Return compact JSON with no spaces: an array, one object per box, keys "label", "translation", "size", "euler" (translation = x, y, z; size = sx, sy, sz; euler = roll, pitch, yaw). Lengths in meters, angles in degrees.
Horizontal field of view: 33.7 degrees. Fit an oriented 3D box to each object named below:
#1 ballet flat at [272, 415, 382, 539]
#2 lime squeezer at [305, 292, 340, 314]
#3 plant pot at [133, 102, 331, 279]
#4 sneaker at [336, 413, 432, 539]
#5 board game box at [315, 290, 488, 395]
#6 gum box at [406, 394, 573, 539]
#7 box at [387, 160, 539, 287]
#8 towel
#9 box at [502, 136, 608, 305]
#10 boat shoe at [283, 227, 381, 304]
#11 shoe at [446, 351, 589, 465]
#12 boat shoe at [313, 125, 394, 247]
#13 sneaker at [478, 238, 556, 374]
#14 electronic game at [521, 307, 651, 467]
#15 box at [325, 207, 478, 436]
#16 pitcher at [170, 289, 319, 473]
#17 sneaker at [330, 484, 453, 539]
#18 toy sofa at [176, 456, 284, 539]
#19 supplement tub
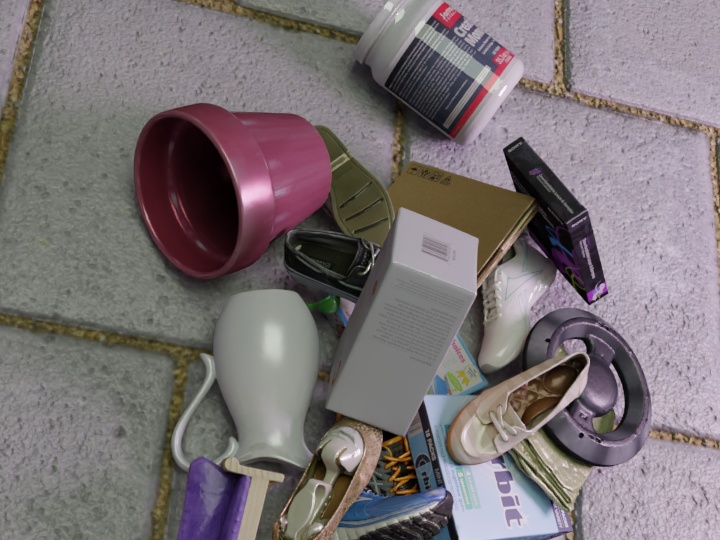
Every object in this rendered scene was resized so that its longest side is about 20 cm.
[{"label":"ballet flat","translation":[-0.033,0.224,1.256],"size":[0.070,0.065,0.201],"euler":[16,63,20]},{"label":"lime squeezer","translation":[-0.023,0.052,1.417],"size":[0.199,0.038,0.071],"euler":[7,107,2]},{"label":"plant pot","translation":[-0.140,-0.107,1.405],"size":[0.178,0.200,0.201],"euler":[-21,74,-43]},{"label":"sneaker","translation":[0.035,0.226,1.364],"size":[0.078,0.077,0.201],"euler":[-22,76,-28]},{"label":"board game box","translation":[0.051,0.086,1.459],"size":[0.134,0.034,0.201],"euler":[-23,75,-27]},{"label":"gum box","translation":[0.148,0.232,1.380],"size":[0.199,0.044,0.171],"euler":[5,62,-42]},{"label":"box","translation":[0.094,-0.052,1.454],"size":[0.199,0.021,0.164],"euler":[21,62,38]},{"label":"towel","translation":[0.235,0.182,1.436],"size":[0.149,0.036,0.200],"euler":[50,41,-7]},{"label":"box","translation":[0.245,-0.059,1.485],"size":[0.036,0.200,0.143],"euler":[-32,54,-4]},{"label":"boat shoe","translation":[0.000,0.000,1.367],"size":[0.199,0.071,0.072],"euler":[11,64,13]},{"label":"shoe","translation":[0.180,0.150,1.336],"size":[0.199,0.053,0.070],"euler":[-31,79,-22]},{"label":"boat shoe","translation":[-0.011,-0.091,1.478],"size":[0.074,0.068,0.201],"euler":[-27,64,-5]},{"label":"sneaker","translation":[0.180,0.043,1.499],"size":[0.080,0.070,0.201],"euler":[41,52,-19]},{"label":"electronic game","translation":[0.277,0.140,1.444],"size":[0.199,0.042,0.201],"euler":[16,59,-27]},{"label":"box","translation":[0.045,0.056,1.287],"size":[0.097,0.201,0.125],"euler":[21,30,-6]},{"label":"pitcher","translation":[-0.129,0.128,1.336],"size":[0.170,0.121,0.201],"euler":[-1,78,-10]},{"label":"sneaker","translation":[0.004,0.259,1.297],"size":[0.199,0.079,0.090],"euler":[-14,57,15]},{"label":"toy sofa","translation":[-0.150,0.295,1.231],"size":[0.097,0.083,0.201],"euler":[15,79,-7]},{"label":"supplement tub","translation":[0.104,-0.276,1.587],"size":[0.200,0.140,0.141],"euler":[37,59,0]}]
